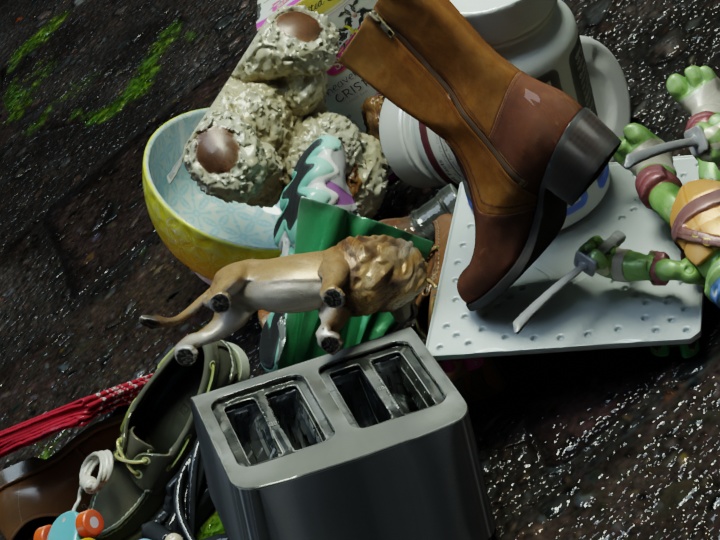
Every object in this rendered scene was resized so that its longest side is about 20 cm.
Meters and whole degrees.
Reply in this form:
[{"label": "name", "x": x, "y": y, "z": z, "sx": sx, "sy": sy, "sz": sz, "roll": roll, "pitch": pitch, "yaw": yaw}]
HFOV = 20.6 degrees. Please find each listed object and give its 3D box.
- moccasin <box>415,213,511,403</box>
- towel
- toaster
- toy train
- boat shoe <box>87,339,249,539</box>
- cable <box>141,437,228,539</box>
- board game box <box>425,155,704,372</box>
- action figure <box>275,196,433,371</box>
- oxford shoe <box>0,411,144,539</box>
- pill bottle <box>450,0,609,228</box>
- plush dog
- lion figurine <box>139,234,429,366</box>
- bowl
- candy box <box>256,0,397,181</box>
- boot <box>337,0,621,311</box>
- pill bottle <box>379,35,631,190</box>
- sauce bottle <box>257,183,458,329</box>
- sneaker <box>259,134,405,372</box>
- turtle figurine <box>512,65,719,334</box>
[{"label": "moccasin", "x": 0.071, "y": 0.030, "z": 1.547, "sx": 0.077, "sy": 0.074, "sz": 0.202, "roll": -22, "pitch": 42, "yaw": 15}, {"label": "towel", "x": -0.227, "y": 0.119, "z": 1.717, "sx": 0.144, "sy": 0.023, "sz": 0.199, "roll": -21, "pitch": -1, "yaw": 33}, {"label": "toaster", "x": -0.015, "y": 0.143, "z": 1.384, "sx": 0.179, "sy": 0.120, "sz": 0.200, "roll": -18, "pitch": 27, "yaw": -9}, {"label": "toy train", "x": -0.193, "y": 0.239, "z": 1.565, "sx": 0.151, "sy": 0.055, "sz": 0.200, "roll": -51, "pitch": 34, "yaw": 8}, {"label": "boat shoe", "x": -0.171, "y": 0.140, "z": 1.641, "sx": 0.072, "sy": 0.060, "sz": 0.203, "roll": 37, "pitch": 95, "yaw": 32}, {"label": "cable", "x": -0.084, "y": 0.163, "z": 1.563, "sx": 0.200, "sy": 0.051, "sz": 0.163, "roll": -45, "pitch": 29, "yaw": -8}, {"label": "board game box", "x": 0.159, "y": -0.005, "z": 1.464, "sx": 0.198, "sy": 0.026, "sz": 0.201, "roll": -4, "pitch": 41, "yaw": 17}, {"label": "action figure", "x": -0.025, "y": 0.057, "z": 1.515, "sx": 0.055, "sy": 0.117, "sz": 0.202, "roll": 2, "pitch": 75, "yaw": 70}, {"label": "oxford shoe", "x": -0.230, "y": 0.181, "z": 1.719, "sx": 0.199, "sy": 0.071, "sz": 0.072, "roll": -29, "pitch": 61, "yaw": 15}, {"label": "pill bottle", "x": 0.112, "y": -0.135, "z": 1.454, "sx": 0.113, "sy": 0.201, "sz": 0.114, "roll": -11, "pitch": 38, "yaw": 9}, {"label": "plush dog", "x": -0.055, "y": -0.099, "z": 1.709, "sx": 0.201, "sy": 0.171, "sz": 0.160, "roll": -60, "pitch": 6, "yaw": -27}, {"label": "lion figurine", "x": -0.052, "y": 0.014, "z": 1.443, "sx": 0.198, "sy": 0.073, "sz": 0.123, "roll": 2, "pitch": 26, "yaw": 10}, {"label": "bowl", "x": -0.107, "y": -0.046, "z": 1.794, "sx": 0.201, "sy": 0.198, "sz": 0.108, "roll": -81, "pitch": 6, "yaw": -50}, {"label": "candy box", "x": 0.017, "y": -0.191, "z": 1.771, "sx": 0.136, "sy": 0.200, "sz": 0.061, "roll": -31, "pitch": 29, "yaw": 18}, {"label": "boot", "x": 0.059, "y": -0.088, "z": 1.388, "sx": 0.068, "sy": 0.200, "sz": 0.189, "roll": -44, "pitch": -11, "yaw": -43}, {"label": "pill bottle", "x": 0.117, "y": -0.126, "z": 1.653, "sx": 0.199, "sy": 0.114, "sz": 0.115, "roll": -5, "pitch": 44, "yaw": 46}, {"label": "sauce bottle", "x": 0.008, "y": 0.002, "z": 1.661, "sx": 0.199, "sy": 0.066, "sz": 0.066, "roll": -35, "pitch": 29, "yaw": 11}, {"label": "sneaker", "x": 0.000, "y": 0.000, "z": 1.600, "sx": 0.078, "sy": 0.139, "sz": 0.202, "roll": 168, "pitch": 114, "yaw": -68}, {"label": "turtle figurine", "x": 0.205, "y": -0.062, "z": 1.366, "sx": 0.198, "sy": 0.145, "sz": 0.195, "roll": 3, "pitch": 37, "yaw": -2}]
